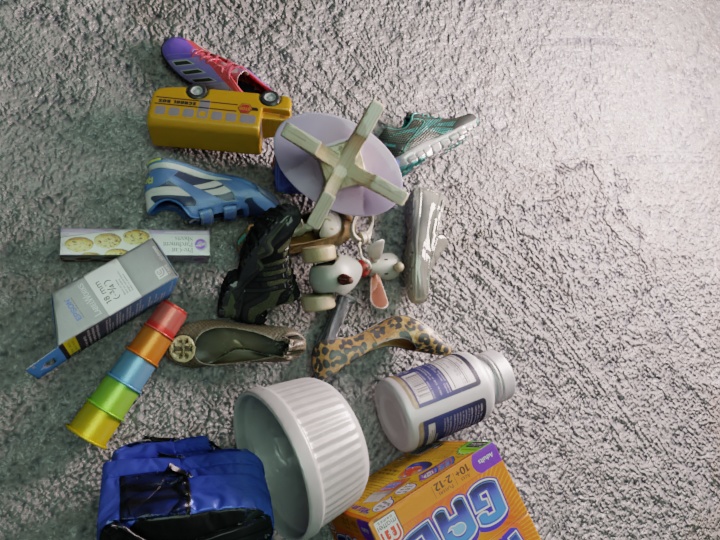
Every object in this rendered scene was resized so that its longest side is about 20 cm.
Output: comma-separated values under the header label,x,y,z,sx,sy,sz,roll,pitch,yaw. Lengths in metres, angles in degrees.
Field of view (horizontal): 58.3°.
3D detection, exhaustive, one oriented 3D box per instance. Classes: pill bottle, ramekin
label,x,y,z,sx,sy,sz,roll,pitch,yaw
pill bottle,0.131,0.189,0.978,0.199,0.111,0.111,-15,82,-23
ramekin,-0.076,0.237,0.845,0.105,0.200,0.201,-16,82,-34

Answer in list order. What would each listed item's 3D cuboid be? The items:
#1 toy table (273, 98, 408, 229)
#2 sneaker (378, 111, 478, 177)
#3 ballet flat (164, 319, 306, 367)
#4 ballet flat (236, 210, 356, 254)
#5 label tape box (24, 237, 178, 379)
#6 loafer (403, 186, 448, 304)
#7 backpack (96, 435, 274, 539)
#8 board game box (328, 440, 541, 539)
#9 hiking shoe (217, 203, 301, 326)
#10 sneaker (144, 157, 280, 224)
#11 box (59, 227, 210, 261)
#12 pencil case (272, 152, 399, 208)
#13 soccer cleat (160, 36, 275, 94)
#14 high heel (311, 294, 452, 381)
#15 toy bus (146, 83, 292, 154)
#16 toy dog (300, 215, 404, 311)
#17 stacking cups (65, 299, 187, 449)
label,x,y,z,sx,sy,sz,roll,pitch,yaw
toy table,-0.028,-0.145,0.893,0.199,0.117,0.185,17,95,-8
sneaker,0.116,-0.238,1.103,0.200,0.078,0.091,-30,84,-26
ballet flat,-0.174,0.106,0.905,0.199,0.046,0.068,2,97,-14
ballet flat,-0.089,-0.064,0.976,0.199,0.072,0.068,-12,64,-23
label tape box,-0.337,0.049,0.815,0.200,0.144,0.063,-34,90,-25
loafer,0.109,-0.042,1.051,0.069,0.070,0.201,8,73,-10
backpack,-0.209,0.288,0.787,0.199,0.163,0.168,1,38,-17
board game box,0.098,0.367,0.870,0.199,0.200,0.200,-24,86,-24
hiking shoe,-0.123,-0.004,0.914,0.100,0.200,0.076,24,26,-24
sneaker,-0.217,-0.098,0.941,0.199,0.074,0.083,12,70,-9
box,-0.313,-0.035,0.904,0.199,0.039,0.042,1,78,-21
pencil case,-0.037,-0.142,0.994,0.199,0.087,0.078,9,30,-3
soccer cleat,-0.212,-0.302,0.992,0.200,0.073,0.068,34,67,-10
high heel,0.030,0.132,0.970,0.199,0.071,0.143,21,63,2
toy bus,-0.202,-0.220,0.950,0.199,0.065,0.079,5,60,-4
toy dog,0.000,0.000,0.951,0.200,0.096,0.132,-35,118,-37
stacking cups,-0.302,0.131,0.850,0.060,0.060,0.200,33,70,-10
